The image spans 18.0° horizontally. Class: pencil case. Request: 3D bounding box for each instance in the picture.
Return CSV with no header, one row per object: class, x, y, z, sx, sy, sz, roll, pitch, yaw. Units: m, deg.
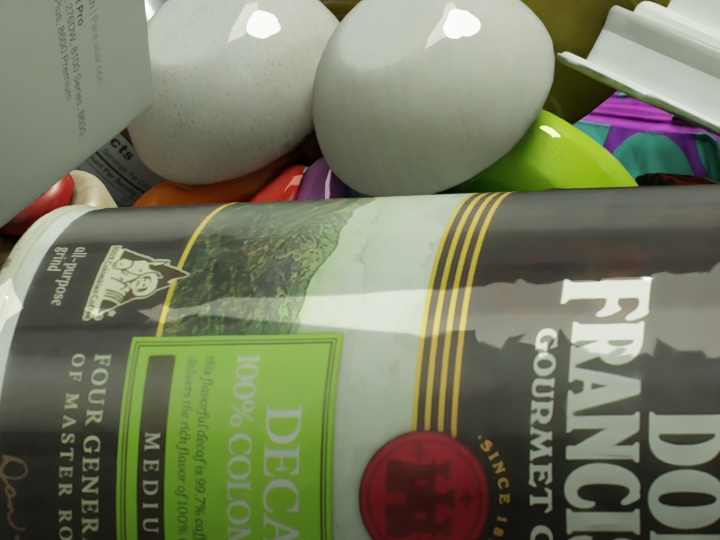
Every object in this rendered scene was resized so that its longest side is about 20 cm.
pencil case,0.118,-0.056,0.999,0.199,0.092,0.086,8,65,45

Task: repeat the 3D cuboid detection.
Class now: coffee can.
coffee can,0.023,0.054,0.549,0.198,0.148,0.146,-2,16,16

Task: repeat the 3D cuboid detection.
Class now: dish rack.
dish rack,0.181,-0.040,0.768,0.200,0.044,0.171,31,9,39

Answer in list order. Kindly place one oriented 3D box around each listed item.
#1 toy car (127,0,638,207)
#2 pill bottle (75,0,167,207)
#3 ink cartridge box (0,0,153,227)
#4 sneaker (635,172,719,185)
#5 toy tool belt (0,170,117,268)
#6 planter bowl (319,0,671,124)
toy car,0.000,0.000,0.776,0.199,0.175,0.151,5,54,36
pill bottle,-0.112,-0.064,0.924,0.199,0.112,0.112,-36,7,18
ink cartridge box,-0.174,-0.052,0.635,0.144,0.085,0.200,25,48,27
sneaker,0.169,0.006,0.789,0.082,0.078,0.200,-1,18,-24
toy tool belt,-0.155,0.011,0.692,0.124,0.123,0.200,9,50,39
planter bowl,0.040,-0.103,0.842,0.199,0.084,0.200,22,-13,5
